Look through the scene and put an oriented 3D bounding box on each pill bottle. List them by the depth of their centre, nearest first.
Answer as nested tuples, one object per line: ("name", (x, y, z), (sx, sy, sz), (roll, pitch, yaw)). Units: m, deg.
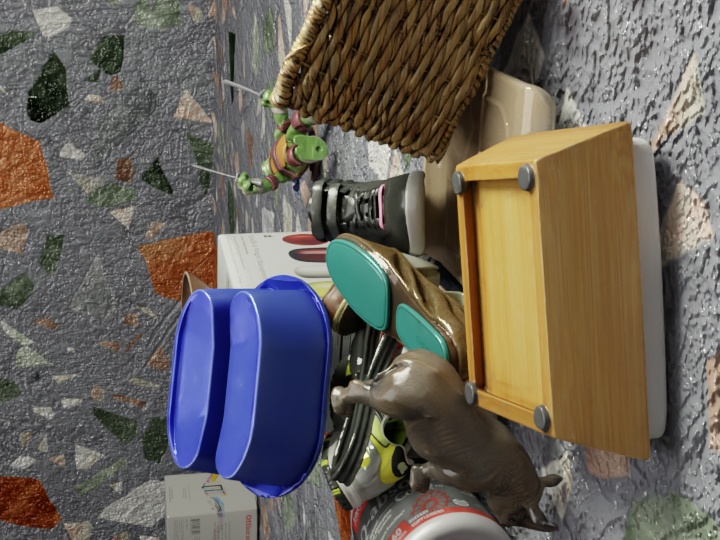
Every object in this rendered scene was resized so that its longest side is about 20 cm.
("pill bottle", (0.055, 0.233, 1.011), (0.200, 0.115, 0.116), (-141, 49, -72))

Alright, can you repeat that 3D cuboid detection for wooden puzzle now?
("wooden puzzle", (0.105, -0.070, 0.906), (0.200, 0.046, 0.186), (-134, 43, -64))

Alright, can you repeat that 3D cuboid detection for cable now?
("cable", (0.019, 0.094, 0.971), (0.097, 0.050, 0.200), (-53, 19, 33))

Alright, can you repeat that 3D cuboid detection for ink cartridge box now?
("ink cartridge box", (-0.334, 0.550, 2.547), (0.145, 0.199, 0.148), (-112, 23, -59))

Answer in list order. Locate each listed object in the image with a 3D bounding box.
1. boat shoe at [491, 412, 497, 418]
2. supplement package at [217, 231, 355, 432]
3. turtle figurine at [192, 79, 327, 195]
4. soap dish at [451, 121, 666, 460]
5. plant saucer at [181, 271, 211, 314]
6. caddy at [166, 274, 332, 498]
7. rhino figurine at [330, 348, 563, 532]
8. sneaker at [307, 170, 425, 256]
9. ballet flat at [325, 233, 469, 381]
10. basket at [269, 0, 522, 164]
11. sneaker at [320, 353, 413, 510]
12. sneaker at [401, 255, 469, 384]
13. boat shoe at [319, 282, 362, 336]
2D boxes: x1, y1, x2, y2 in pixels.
("boat shoe", (0.071, 0.108, 1.037), (0.200, 0.072, 0.066), (43, 166, 54))
("supplement package", (-0.044, 0.061, 1.217), (0.191, 0.199, 0.148), (-117, 28, -59))
("turtle figurine", (-0.132, -0.185, 1.610), (0.200, 0.144, 0.194), (48, 149, -12))
("soap dish", (0.122, 0.011, 0.732), (0.157, 0.081, 0.201), (-168, 73, -72))
("plant saucer", (-0.170, 0.100, 1.249), (0.200, 0.037, 0.201), (178, 90, -77))
("caddy", (-0.091, 0.102, 1.017), (0.141, 0.105, 0.201), (2, 85, 46))
("rhino figurine", (0.077, 0.132, 0.831), (0.087, 0.200, 0.060), (-30, 23, 43))
("sneaker", (0.004, -0.049, 0.988), (0.200, 0.099, 0.071), (174, 99, -86))
("ballet flat", (0.047, 0.024, 0.913), (0.200, 0.072, 0.068), (39, 133, 51))
("basket", (0.023, -0.209, 0.871), (0.200, 0.149, 0.143), (-63, 24, 23))
("sneaker", (0.015, 0.140, 1.043), (0.200, 0.076, 0.076), (-88, -26, -59))
("sneaker", (0.081, 0.056, 0.973), (0.200, 0.079, 0.079), (-79, -19, -55))
("boat shoe", (0.000, -0.001, 1.091), (0.072, 0.067, 0.200), (-64, -10, 30))
